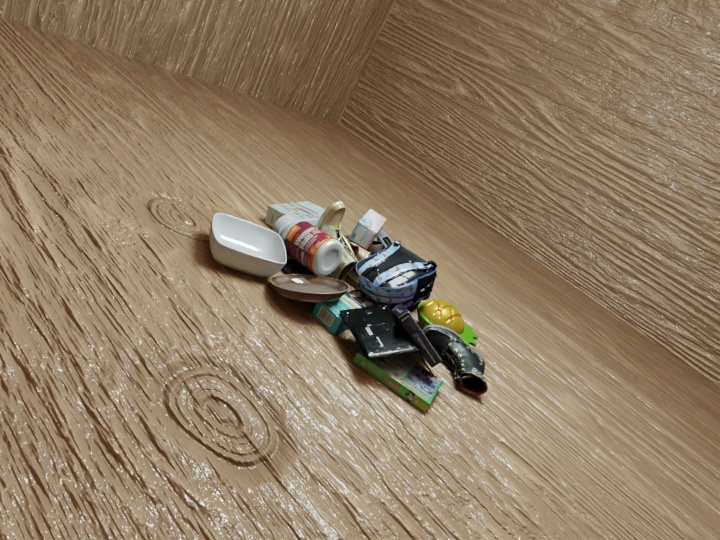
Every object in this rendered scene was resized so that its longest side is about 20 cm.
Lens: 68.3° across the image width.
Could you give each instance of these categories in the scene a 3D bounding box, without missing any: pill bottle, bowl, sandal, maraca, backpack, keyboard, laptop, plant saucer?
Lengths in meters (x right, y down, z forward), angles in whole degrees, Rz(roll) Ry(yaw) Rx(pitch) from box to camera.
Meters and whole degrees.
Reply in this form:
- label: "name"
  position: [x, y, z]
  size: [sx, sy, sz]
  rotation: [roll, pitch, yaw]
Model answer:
- label: "pill bottle"
  position: [-0.152, -0.075, 1.481]
  size: [0.200, 0.110, 0.109]
  rotation: [32, 20, 31]
- label: "bowl"
  position: [-0.299, -0.058, 1.374]
  size: [0.199, 0.075, 0.200]
  rotation: [19, 24, -24]
- label: "sandal"
  position: [0.005, -0.027, 1.584]
  size: [0.069, 0.078, 0.213]
  rotation: [-24, 80, -21]
- label: "maraca"
  position: [0.252, 0.155, 1.540]
  size: [0.199, 0.107, 0.137]
  rotation: [31, 28, 5]
- label: "backpack"
  position: [0.087, 0.025, 1.467]
  size: [0.199, 0.135, 0.182]
  rotation: [-24, 43, -37]
- label: "keyboard"
  position: [-0.176, -0.027, 1.535]
  size: [0.127, 0.021, 0.200]
  rotation: [37, 22, 19]
- label: "laptop"
  position: [0.064, 0.175, 1.281]
  size: [0.199, 0.104, 0.177]
  rotation: [-5, 35, -24]
- label: "plant saucer"
  position: [-0.128, 0.045, 1.334]
  size: [0.199, 0.032, 0.200]
  rotation: [7, 10, -1]

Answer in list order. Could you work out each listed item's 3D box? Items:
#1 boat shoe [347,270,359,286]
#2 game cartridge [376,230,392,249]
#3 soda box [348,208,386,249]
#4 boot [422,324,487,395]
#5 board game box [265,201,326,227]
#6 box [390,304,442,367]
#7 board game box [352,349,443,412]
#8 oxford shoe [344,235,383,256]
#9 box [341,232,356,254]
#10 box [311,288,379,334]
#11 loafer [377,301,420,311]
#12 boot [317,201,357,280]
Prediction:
- label: "boat shoe"
  position: [0.000, 0.000, 1.632]
  size: [0.200, 0.065, 0.071]
  rotation: [35, 22, 16]
- label: "game cartridge"
  position: [0.110, -0.026, 1.753]
  size: [0.041, 0.134, 0.200]
  rotation: [-24, 46, -7]
- label: "soda box"
  position: [0.026, -0.133, 1.660]
  size: [0.068, 0.064, 0.200]
  rotation: [32, 20, 0]
- label: "boot"
  position: [0.251, 0.232, 1.400]
  size: [0.203, 0.074, 0.154]
  rotation: [34, 19, -5]
- label: "board game box"
  position: [-0.185, -0.165, 1.717]
  size: [0.147, 0.065, 0.200]
  rotation: [27, 23, 29]
- label: "box"
  position: [0.134, 0.158, 1.321]
  size: [0.143, 0.036, 0.200]
  rotation: [56, -2, -2]
- label: "board game box"
  position: [0.092, 0.239, 1.256]
  size: [0.199, 0.029, 0.134]
  rotation: [34, 22, 13]
- label: "oxford shoe"
  position: [-0.021, -0.096, 1.707]
  size: [0.199, 0.073, 0.071]
  rotation: [18, 24, -25]
- label: "box"
  position: [-0.041, -0.071, 1.778]
  size: [0.199, 0.038, 0.137]
  rotation: [29, 22, -2]
- label: "box"
  position: [-0.035, 0.103, 1.376]
  size: [0.082, 0.049, 0.200]
  rotation: [37, 23, 20]
- label: "loafer"
  position: [0.121, 0.077, 1.597]
  size: [0.199, 0.073, 0.071]
  rotation: [2, 35, -50]
- label: "boot"
  position: [-0.063, -0.081, 1.519]
  size: [0.072, 0.201, 0.155]
  rotation: [-13, 52, -46]
